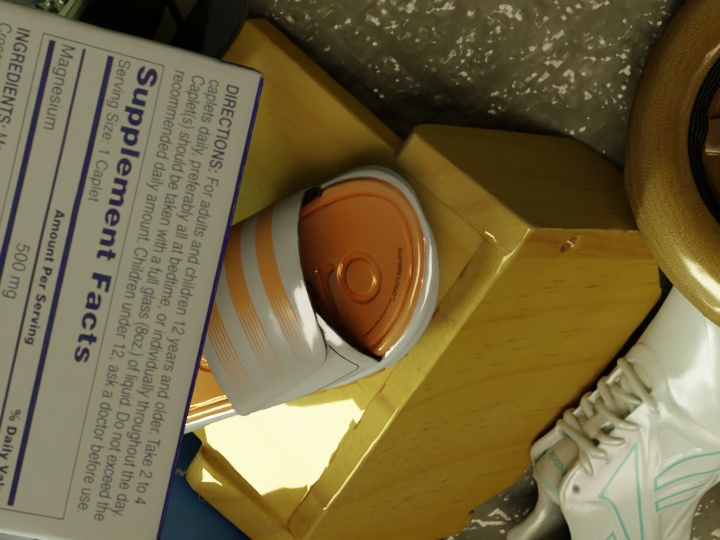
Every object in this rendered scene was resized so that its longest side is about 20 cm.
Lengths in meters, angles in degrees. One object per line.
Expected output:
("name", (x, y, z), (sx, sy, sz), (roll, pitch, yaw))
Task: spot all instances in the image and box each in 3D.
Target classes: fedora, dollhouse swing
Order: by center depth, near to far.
("fedora", (0.213, -0.050, 0.744), (0.200, 0.082, 0.202), (-2, 84, 23))
("dollhouse swing", (0.000, 0.000, 0.824), (0.181, 0.176, 0.200), (-1, 132, -49))

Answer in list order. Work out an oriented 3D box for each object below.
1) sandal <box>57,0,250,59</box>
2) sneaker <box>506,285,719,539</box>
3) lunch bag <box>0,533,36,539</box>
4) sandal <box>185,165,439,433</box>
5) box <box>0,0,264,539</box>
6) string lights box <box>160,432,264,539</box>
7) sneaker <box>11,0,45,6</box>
("sandal", (-0.125, -0.076, 0.770), (0.201, 0.057, 0.080), (-39, 123, 14))
("sneaker", (0.127, 0.082, 0.836), (0.080, 0.071, 0.201), (4, 124, -17))
("lunch bag", (-0.254, 0.127, 0.880), (0.199, 0.076, 0.161), (17, 117, -10))
("sandal", (-0.056, 0.028, 0.741), (0.206, 0.059, 0.079), (-29, 82, 33))
("box", (-0.159, -0.009, 0.661), (0.199, 0.105, 0.185), (14, 88, -21))
("string lights box", (-0.089, 0.151, 0.817), (0.059, 0.200, 0.103), (25, 118, -13))
("sneaker", (-0.212, -0.141, 0.696), (0.199, 0.116, 0.075), (24, 116, -13))
